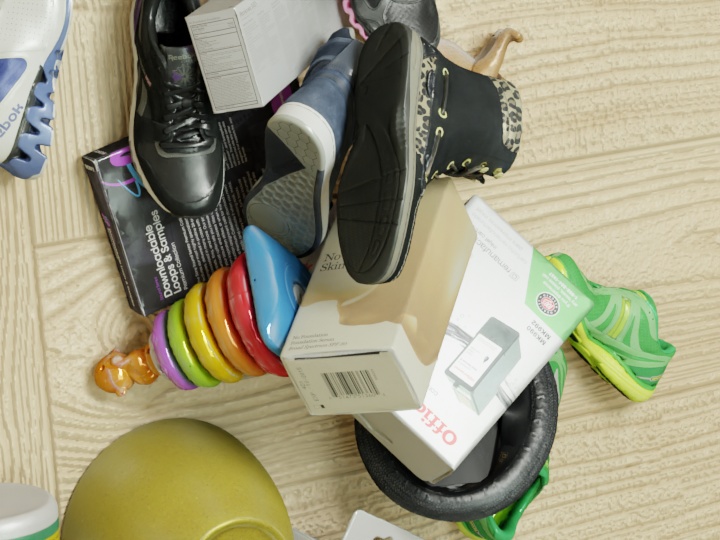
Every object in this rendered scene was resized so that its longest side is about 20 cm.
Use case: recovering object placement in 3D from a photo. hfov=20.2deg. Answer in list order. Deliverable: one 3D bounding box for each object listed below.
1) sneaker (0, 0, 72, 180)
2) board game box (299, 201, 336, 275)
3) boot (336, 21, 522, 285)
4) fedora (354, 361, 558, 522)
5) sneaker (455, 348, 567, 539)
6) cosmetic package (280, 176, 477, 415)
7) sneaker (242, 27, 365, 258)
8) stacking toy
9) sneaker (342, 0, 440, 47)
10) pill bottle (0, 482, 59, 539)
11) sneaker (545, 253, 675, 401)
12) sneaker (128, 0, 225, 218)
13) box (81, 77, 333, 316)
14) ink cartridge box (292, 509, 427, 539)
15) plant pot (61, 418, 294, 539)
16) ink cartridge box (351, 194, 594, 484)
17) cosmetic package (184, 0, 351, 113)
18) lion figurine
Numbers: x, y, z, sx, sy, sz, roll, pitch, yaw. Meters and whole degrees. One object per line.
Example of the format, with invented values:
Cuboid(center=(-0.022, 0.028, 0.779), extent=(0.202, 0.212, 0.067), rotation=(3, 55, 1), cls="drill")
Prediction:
Cuboid(center=(-0.293, -0.171, 1.560), extent=(0.115, 0.080, 0.201), rotation=(1, 100, -32), cls="sneaker")
Cuboid(center=(0.000, 0.000, 1.766), extent=(0.201, 0.035, 0.126), rotation=(-56, 140, -10), cls="board game box")
Cuboid(center=(0.060, -0.079, 1.589), extent=(0.153, 0.073, 0.205), rotation=(16, 76, -45), cls="boot")
Cuboid(center=(0.084, 0.137, 1.814), extent=(0.199, 0.092, 0.202), rotation=(1, 67, -2), cls="fedora")
Cuboid(center=(0.155, 0.163, 1.878), extent=(0.074, 0.083, 0.201), rotation=(20, 89, -32), cls="sneaker")
Cuboid(center=(0.017, 0.019, 1.626), extent=(0.201, 0.105, 0.071), rotation=(-71, 146, -43), cls="cosmetic package")
Cuboid(center=(-0.028, -0.107, 1.657), extent=(0.077, 0.203, 0.147), rotation=(29, 57, 5), cls="sneaker")
Cuboid(center=(-0.133, 0.059, 1.661), extent=(0.199, 0.117, 0.110), rotation=(-23, 149, 18), cls="stacking toy")
Cuboid(center=(0.026, -0.274, 1.682), extent=(0.079, 0.095, 0.201), rotation=(-13, 80, -29), cls="sneaker")
Cuboid(center=(-0.295, 0.282, 1.624), extent=(0.112, 0.113, 0.201), rotation=(-7, 103, -29), cls="pill bottle")
Cuboid(center=(0.228, 0.040, 1.897), extent=(0.084, 0.074, 0.200), rotation=(-48, 128, -6), cls="sneaker")
Cuboid(center=(-0.150, -0.143, 1.609), extent=(0.075, 0.088, 0.201), rotation=(-9, 83, -10), cls="sneaker")
Cuboid(center=(-0.124, -0.066, 1.703), extent=(0.199, 0.036, 0.144), rotation=(-25, 112, -26), cls="box")
Cuboid(center=(-0.031, 0.308, 1.797), extent=(0.116, 0.067, 0.201), rotation=(30, 83, -43), cls="ink cartridge box")
Cuboid(center=(-0.132, 0.238, 1.692), extent=(0.199, 0.142, 0.202), rotation=(-6, 102, -30), cls="plant pot")
Cuboid(center=(0.080, 0.061, 1.735), extent=(0.146, 0.084, 0.200), rotation=(42, 71, 0), cls="ink cartridge box")
Cuboid(center=(-0.072, -0.201, 1.638), extent=(0.200, 0.050, 0.083), rotation=(-49, 129, -58), cls="cosmetic package")
Cuboid(center=(0.070, -0.182, 1.784), extent=(0.199, 0.072, 0.123), rotation=(32, 90, -16), cls="lion figurine")
